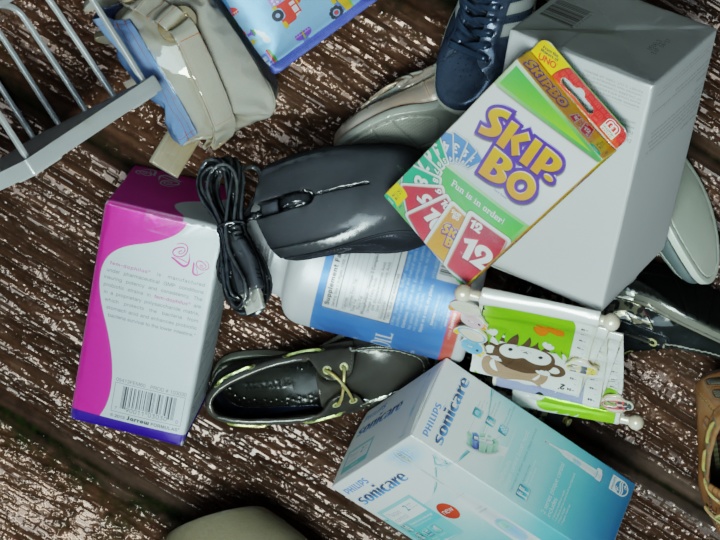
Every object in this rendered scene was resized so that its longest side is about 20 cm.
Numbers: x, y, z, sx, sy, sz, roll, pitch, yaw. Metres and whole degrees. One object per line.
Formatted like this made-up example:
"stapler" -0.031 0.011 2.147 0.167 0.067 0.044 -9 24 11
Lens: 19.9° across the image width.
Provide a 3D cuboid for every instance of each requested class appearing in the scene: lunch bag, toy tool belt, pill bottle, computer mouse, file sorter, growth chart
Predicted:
"lunch bag" -0.028 -0.275 1.598 0.200 0.094 0.151 -34 103 5
"toy tool belt" -0.162 -0.181 1.622 0.123 0.125 0.200 -33 103 9
"pill bottle" 0.000 0.000 1.675 0.200 0.112 0.112 15 112 3
"computer mouse" -0.022 -0.049 1.604 0.200 0.053 0.139 -12 70 -6
"file sorter" -0.283 -0.136 1.599 0.200 0.139 0.125 -17 108 52
"growth chart" 0.145 0.068 1.609 0.145 0.018 0.200 6 152 16

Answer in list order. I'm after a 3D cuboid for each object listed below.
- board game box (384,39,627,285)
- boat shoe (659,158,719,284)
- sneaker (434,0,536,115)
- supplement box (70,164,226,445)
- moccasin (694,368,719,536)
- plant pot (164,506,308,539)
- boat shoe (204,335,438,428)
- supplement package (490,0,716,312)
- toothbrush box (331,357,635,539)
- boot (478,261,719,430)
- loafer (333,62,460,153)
"board game box" 0.105 -0.076 1.505 0.096 0.030 0.200 49 132 5
"boat shoe" 0.224 -0.072 1.651 0.062 0.073 0.200 -19 111 40
"sneaker" 0.099 -0.218 1.562 0.075 0.085 0.200 23 92 27
"supplement box" -0.169 0.027 1.713 0.101 0.103 0.200 14 113 3
"moccasin" 0.320 0.173 1.703 0.074 0.078 0.201 -6 130 5
"plant pot" -0.108 0.283 1.775 0.200 0.200 0.135 -23 71 15
"boat shoe" -0.033 0.096 1.743 0.201 0.061 0.072 -10 110 11
"supplement package" 0.173 -0.094 1.544 0.120 0.121 0.200 24 126 22
"toothbrush box" 0.101 0.179 1.703 0.200 0.085 0.146 35 146 -12
"boot" 0.208 0.067 1.700 0.203 0.073 0.154 21 118 -4
"loafer" 0.068 -0.139 1.649 0.200 0.063 0.072 -22 140 18
